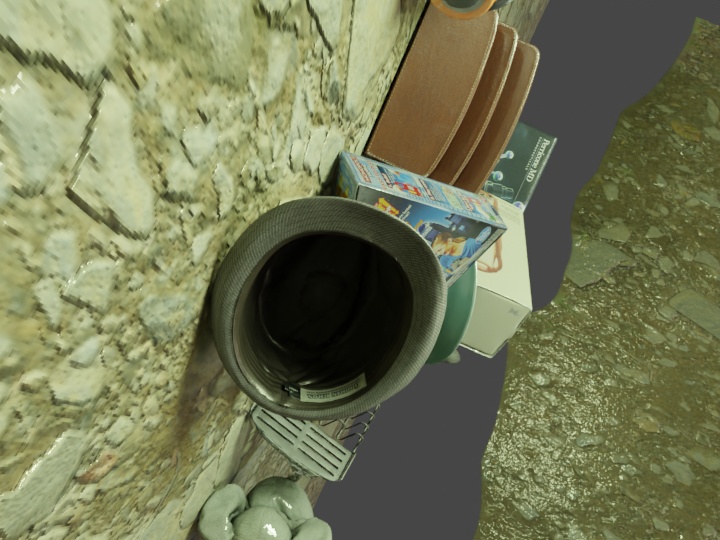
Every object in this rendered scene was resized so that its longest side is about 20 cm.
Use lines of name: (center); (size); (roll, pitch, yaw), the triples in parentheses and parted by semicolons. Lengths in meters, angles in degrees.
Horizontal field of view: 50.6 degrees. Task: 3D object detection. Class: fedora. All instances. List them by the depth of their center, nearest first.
fedora: (-0.027, 0.020, 0.606); (0.091, 0.174, 0.202); (-93, -159, -63)

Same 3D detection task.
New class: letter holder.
letter holder: (0.113, -0.195, 0.879); (0.202, 0.141, 0.101); (-66, 172, 7)

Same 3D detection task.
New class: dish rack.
dish rack: (-0.036, 0.143, 0.926); (0.201, 0.153, 0.055); (-56, -175, -39)

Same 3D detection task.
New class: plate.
plate: (0.080, 0.015, 0.954); (0.200, 0.025, 0.204); (-22, -115, 62)

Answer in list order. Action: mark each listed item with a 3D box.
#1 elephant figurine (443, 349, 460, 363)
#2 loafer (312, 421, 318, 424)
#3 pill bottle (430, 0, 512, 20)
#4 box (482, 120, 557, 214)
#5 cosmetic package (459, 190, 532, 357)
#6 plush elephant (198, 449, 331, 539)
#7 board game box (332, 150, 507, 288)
elephant figurine: (0.094, 0.066, 1.283); (0.155, 0.197, 0.144); (21, 87, -84)
loafer: (-0.055, 0.136, 1.010); (0.202, 0.075, 0.068); (-61, 165, -24)
pill bottle: (0.128, -0.322, 0.731); (0.201, 0.105, 0.107); (-59, 170, -36)
box: (0.178, -0.166, 1.171); (0.150, 0.198, 0.107); (-65, 172, 2)
cosmetic package: (0.158, -0.002, 0.999); (0.201, 0.086, 0.104); (-83, -161, -50)
plush elephant: (-0.114, 0.325, 0.914); (0.155, 0.162, 0.203); (-32, 139, -70)
board game box: (0.023, -0.031, 0.817); (0.200, 0.199, 0.062); (-46, -138, 19)
